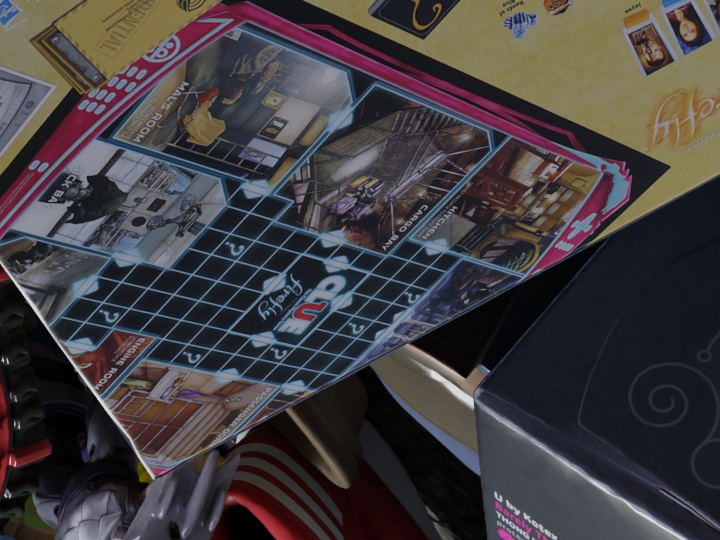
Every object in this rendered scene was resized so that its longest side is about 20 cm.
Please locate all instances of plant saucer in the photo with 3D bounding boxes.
[{"bbox_3d":[-0.064,-0.009,0.940,0.200,0.029,0.200,47,175,6],"label":"plant saucer"}]

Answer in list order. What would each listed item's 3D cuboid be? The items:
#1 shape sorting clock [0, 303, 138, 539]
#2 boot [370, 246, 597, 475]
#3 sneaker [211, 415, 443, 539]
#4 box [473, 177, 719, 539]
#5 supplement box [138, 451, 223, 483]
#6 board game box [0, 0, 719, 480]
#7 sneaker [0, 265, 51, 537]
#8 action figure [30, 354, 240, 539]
[{"bbox_3d":[-0.172,0.042,1.114,0.200,0.200,0.039,38,118,10],"label":"shape sorting clock"},{"bbox_3d":[0.000,0.000,0.856,0.200,0.075,0.097,38,154,6],"label":"boot"},{"bbox_3d":[0.015,0.141,1.010,0.200,0.116,0.078,42,116,-1],"label":"sneaker"},{"bbox_3d":[0.108,0.067,0.735,0.106,0.122,0.200,32,156,23],"label":"box"},{"bbox_3d":[-0.083,0.142,1.198,0.199,0.110,0.109,27,153,31],"label":"supplement box"},{"bbox_3d":[0.009,-0.056,0.600,0.136,0.199,0.035,58,-174,-34],"label":"board game box"},{"bbox_3d":[-0.150,0.012,0.958,0.096,0.079,0.201,-128,40,-49],"label":"sneaker"},{"bbox_3d":[-0.095,0.075,1.009,0.069,0.130,0.200,31,-163,-25],"label":"action figure"}]
